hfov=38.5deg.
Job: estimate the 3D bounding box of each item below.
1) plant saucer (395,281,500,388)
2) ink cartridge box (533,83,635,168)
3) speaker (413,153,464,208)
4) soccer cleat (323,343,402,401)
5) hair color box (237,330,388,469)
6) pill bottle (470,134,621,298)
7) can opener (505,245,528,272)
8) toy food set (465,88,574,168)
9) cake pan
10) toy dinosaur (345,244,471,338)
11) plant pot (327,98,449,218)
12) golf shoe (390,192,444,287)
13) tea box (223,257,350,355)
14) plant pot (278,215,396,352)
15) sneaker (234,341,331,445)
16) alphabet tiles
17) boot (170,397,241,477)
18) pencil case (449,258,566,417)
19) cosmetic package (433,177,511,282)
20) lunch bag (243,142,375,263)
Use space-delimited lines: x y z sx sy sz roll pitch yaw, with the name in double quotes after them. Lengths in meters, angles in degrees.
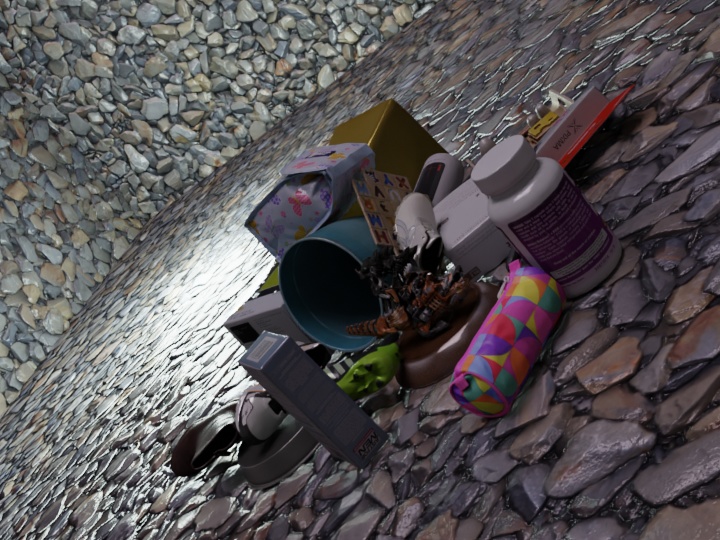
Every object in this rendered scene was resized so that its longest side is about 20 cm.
0.118 0.083 1.470 0.200 0.032 0.200 -39 18 15 "plant saucer"
0.322 -0.209 1.613 0.200 0.044 0.174 -48 1 -16 "ink cartridge box"
0.132 -0.129 1.840 0.081 0.081 0.200 -30 21 33 "speaker"
-0.023 0.160 1.476 0.199 0.068 0.081 -25 9 33 "soccer cleat"
-0.063 0.172 1.374 0.061 0.200 0.099 -48 19 -16 "hair color box"
0.231 -0.070 1.302 0.112 0.200 0.112 -37 19 15 "pill bottle"
0.258 -0.062 1.482 0.063 0.079 0.201 9 45 17 "can opener"
0.279 -0.236 1.802 0.200 0.060 0.144 -41 18 7 "toy food set"
-0.114 0.245 1.579 0.200 0.037 0.201 -38 18 15 "cake pan"
0.058 0.039 1.453 0.199 0.136 0.102 -26 -13 9 "toy dinosaur"
0.030 -0.171 1.987 0.194 0.195 0.201 -18 36 51 "plant pot"
0.101 -0.042 1.560 0.097 0.078 0.201 -39 41 49 "golf shoe"
-0.102 0.057 1.822 0.199 0.134 0.197 -17 32 52 "tea box"
0.000 0.000 1.675 0.200 0.201 0.188 -25 10 42 "plant pot"
-0.116 0.178 1.557 0.080 0.074 0.200 -17 31 49 "sneaker"
0.069 -0.083 1.664 0.006 0.166 0.201 -48 49 36 "alphabet tiles"
-0.253 0.283 1.658 0.200 0.072 0.166 -43 2 12 "boot"
0.179 0.083 1.259 0.088 0.088 0.200 -21 29 48 "pencil case"
0.178 -0.069 1.619 0.102 0.074 0.200 -39 17 12 "cosmetic package"
-0.076 -0.132 1.730 0.200 0.127 0.170 -41 1 35 "lunch bag"
